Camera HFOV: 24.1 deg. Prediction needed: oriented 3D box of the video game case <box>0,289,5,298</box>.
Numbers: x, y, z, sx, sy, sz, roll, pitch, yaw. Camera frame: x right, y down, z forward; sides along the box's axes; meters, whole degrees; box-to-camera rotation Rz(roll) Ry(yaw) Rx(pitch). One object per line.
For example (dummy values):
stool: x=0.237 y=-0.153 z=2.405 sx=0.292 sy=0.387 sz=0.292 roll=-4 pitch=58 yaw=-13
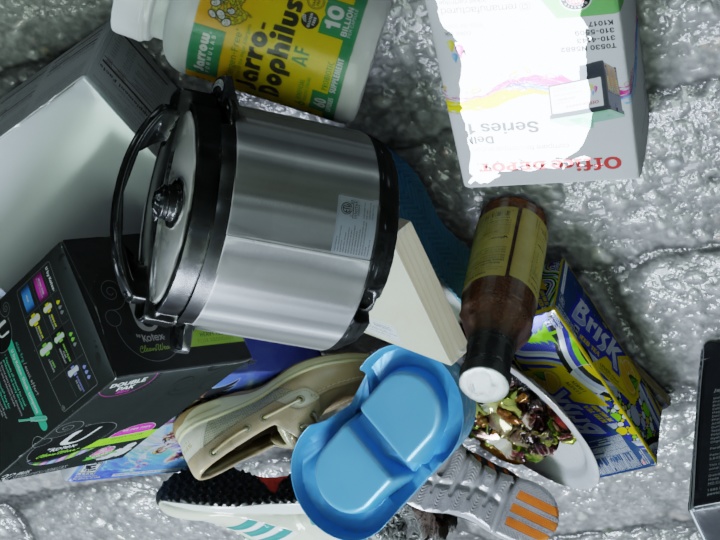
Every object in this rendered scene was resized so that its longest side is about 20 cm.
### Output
video game case: x=-0.264 y=-0.010 z=1.562 sx=0.180 sy=0.026 sz=0.200 roll=34 pitch=130 yaw=-16

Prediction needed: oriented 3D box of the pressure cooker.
pressure cooker: x=-0.088 y=-0.039 z=1.264 sx=0.199 sy=0.176 sz=0.179 roll=10 pitch=134 yaw=-20

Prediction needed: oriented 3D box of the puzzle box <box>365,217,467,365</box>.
puzzle box: x=0.000 y=0.000 z=1.420 sx=0.200 sy=0.025 sz=0.133 roll=19 pitch=143 yaw=52

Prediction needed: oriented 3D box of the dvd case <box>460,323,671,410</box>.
dvd case: x=0.165 y=0.088 z=1.542 sx=0.148 sy=0.016 sz=0.200 roll=-31 pitch=118 yaw=35

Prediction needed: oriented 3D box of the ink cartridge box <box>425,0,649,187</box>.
ink cartridge box: x=0.137 y=-0.166 z=1.281 sx=0.144 sy=0.084 sz=0.201 roll=-2 pitch=130 yaw=16

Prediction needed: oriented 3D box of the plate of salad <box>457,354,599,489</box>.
plate of salad: x=0.126 y=0.133 z=1.495 sx=0.200 sy=0.048 sz=0.200 roll=38 pitch=161 yaw=16

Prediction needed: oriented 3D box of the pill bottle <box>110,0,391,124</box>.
pill bottle: x=-0.084 y=-0.194 z=1.295 sx=0.199 sy=0.113 sz=0.113 roll=18 pitch=132 yaw=-1

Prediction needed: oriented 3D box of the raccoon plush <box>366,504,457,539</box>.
raccoon plush: x=0.018 y=0.192 z=1.652 sx=0.134 sy=0.097 sz=0.201 roll=-5 pitch=99 yaw=36

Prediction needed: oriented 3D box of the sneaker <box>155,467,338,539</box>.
sneaker: x=-0.097 y=0.243 z=1.616 sx=0.199 sy=0.070 sz=0.094 roll=1 pitch=116 yaw=0

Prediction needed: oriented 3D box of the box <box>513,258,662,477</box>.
box: x=0.192 y=0.088 z=1.475 sx=0.064 sy=0.070 sz=0.200 roll=-18 pitch=124 yaw=28

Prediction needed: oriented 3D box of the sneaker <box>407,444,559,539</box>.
sneaker: x=0.085 y=0.196 z=1.564 sx=0.199 sy=0.078 sz=0.112 roll=31 pitch=174 yaw=-1

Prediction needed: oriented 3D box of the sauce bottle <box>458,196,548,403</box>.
sauce bottle: x=0.112 y=0.023 z=1.375 sx=0.066 sy=0.200 sz=0.066 roll=9 pitch=133 yaw=10

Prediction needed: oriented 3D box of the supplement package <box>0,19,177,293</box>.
supplement package: x=-0.239 y=-0.081 z=1.413 sx=0.200 sy=0.111 sz=0.156 roll=-30 pitch=115 yaw=24

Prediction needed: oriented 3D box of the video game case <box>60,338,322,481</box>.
video game case: x=-0.159 y=0.128 z=1.568 sx=0.199 sy=0.046 sz=0.181 roll=-1 pitch=144 yaw=-38

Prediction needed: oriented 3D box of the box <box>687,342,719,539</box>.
box: x=0.374 y=0.190 z=1.453 sx=0.123 sy=0.197 sz=0.200 roll=-14 pitch=125 yaw=24

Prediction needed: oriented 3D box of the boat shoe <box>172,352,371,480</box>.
boat shoe: x=-0.068 y=0.134 z=1.531 sx=0.199 sy=0.065 sz=0.072 roll=-19 pitch=151 yaw=-15

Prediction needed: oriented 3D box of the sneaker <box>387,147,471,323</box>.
sneaker: x=0.029 y=-0.025 z=1.441 sx=0.081 sy=0.077 sz=0.200 roll=-18 pitch=120 yaw=37

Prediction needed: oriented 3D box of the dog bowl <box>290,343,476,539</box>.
dog bowl: x=0.024 y=0.148 z=1.472 sx=0.112 sy=0.050 sz=0.200 roll=48 pitch=117 yaw=18

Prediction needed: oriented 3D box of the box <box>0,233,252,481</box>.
box: x=-0.216 y=0.069 z=1.367 sx=0.200 sy=0.148 sz=0.125 roll=-38 pitch=70 yaw=38
